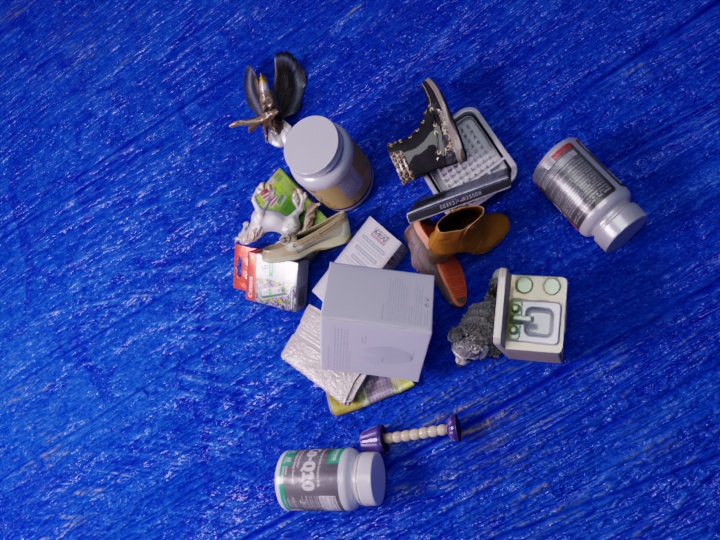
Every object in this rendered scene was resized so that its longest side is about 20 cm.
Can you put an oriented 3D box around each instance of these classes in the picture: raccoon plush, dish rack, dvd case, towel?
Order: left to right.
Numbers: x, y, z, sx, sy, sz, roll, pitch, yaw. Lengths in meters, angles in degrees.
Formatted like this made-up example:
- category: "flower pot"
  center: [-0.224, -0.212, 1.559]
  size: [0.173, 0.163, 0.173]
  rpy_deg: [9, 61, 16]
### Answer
- category: "towel"
  center: [-0.065, 0.172, 1.338]
  size: [0.198, 0.034, 0.134]
  rpy_deg: [30, 86, 26]
- category: "towel"
  center: [0.008, 0.201, 1.332]
  size: [0.196, 0.023, 0.147]
  rpy_deg: [-21, 69, 15]
- category: "dvd case"
  center: [0.190, -0.145, 1.239]
  size: [0.196, 0.150, 0.025]
  rpy_deg: [-18, 100, 17]
- category: "dish rack"
  center: [0.215, -0.219, 1.349]
  size: [0.170, 0.043, 0.203]
  rpy_deg: [-34, 67, 11]
- category: "raccoon plush"
  center: [0.217, 0.082, 1.218]
  size: [0.094, 0.134, 0.206]
  rpy_deg: [3, 77, 23]

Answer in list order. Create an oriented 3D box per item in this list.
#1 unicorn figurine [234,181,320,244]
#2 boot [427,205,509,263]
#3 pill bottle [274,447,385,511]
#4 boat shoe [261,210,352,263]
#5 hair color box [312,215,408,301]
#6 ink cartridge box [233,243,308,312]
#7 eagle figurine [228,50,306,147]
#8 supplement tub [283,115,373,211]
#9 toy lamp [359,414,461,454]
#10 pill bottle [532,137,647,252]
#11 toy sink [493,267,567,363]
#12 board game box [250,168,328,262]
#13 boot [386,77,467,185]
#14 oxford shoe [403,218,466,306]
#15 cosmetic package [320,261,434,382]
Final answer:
- category: "unicorn figurine"
  center: [-0.194, -0.115, 1.410]
  size: [0.195, 0.074, 0.141]
  rpy_deg: [11, 91, 18]
- category: "boot"
  center: [0.218, -0.083, 1.226]
  size: [0.197, 0.145, 0.072]
  rpy_deg: [-24, 72, -16]
- category: "pill bottle"
  center: [-0.056, 0.403, 1.254]
  size: [0.195, 0.113, 0.116]
  rpy_deg: [-8, 73, 19]
- category: "boat shoe"
  center: [-0.116, -0.068, 1.361]
  size: [0.196, 0.073, 0.065]
  rpy_deg: [-16, 109, -5]
- category: "hair color box"
  center: [0.000, 0.000, 1.367]
  size: [0.099, 0.061, 0.201]
  rpy_deg: [40, 93, 25]
- category: "ink cartridge box"
  center: [-0.211, 0.013, 1.430]
  size: [0.195, 0.050, 0.112]
  rpy_deg: [13, 106, 24]
- category: "eagle figurine"
  center: [-0.214, -0.411, 1.541]
  size: [0.148, 0.152, 0.203]
  rpy_deg: [18, 44, -14]
- category: "supplement tub"
  center: [-0.065, -0.223, 1.374]
  size: [0.142, 0.200, 0.150]
  rpy_deg: [-6, 74, 20]
- category: "toy lamp"
  center: [0.094, 0.317, 1.251]
  size: [0.195, 0.058, 0.060]
  rpy_deg: [-11, 72, 16]
- category: "pill bottle"
  center: [0.424, -0.138, 1.207]
  size: [0.113, 0.114, 0.202]
  rpy_deg: [-39, 66, 7]
- category: "toy sink"
  center: [0.307, 0.083, 1.147]
  size: [0.109, 0.200, 0.134]
  rpy_deg: [3, 76, 22]
- category: "board game box"
  center: [-0.149, -0.126, 1.465]
  size: [0.102, 0.048, 0.200]
  rpy_deg: [-46, 65, 5]
- category: "boot"
  center: [0.123, -0.285, 1.344]
  size: [0.148, 0.073, 0.204]
  rpy_deg: [-25, 73, 14]
- category: "oxford shoe"
  center: [0.151, -0.009, 1.318]
  size: [0.073, 0.070, 0.204]
  rpy_deg: [-39, 66, 38]
- category: "cosmetic package"
  center: [0.027, 0.099, 1.211]
  size: [0.194, 0.201, 0.125]
  rpy_deg: [6, 56, 0]
